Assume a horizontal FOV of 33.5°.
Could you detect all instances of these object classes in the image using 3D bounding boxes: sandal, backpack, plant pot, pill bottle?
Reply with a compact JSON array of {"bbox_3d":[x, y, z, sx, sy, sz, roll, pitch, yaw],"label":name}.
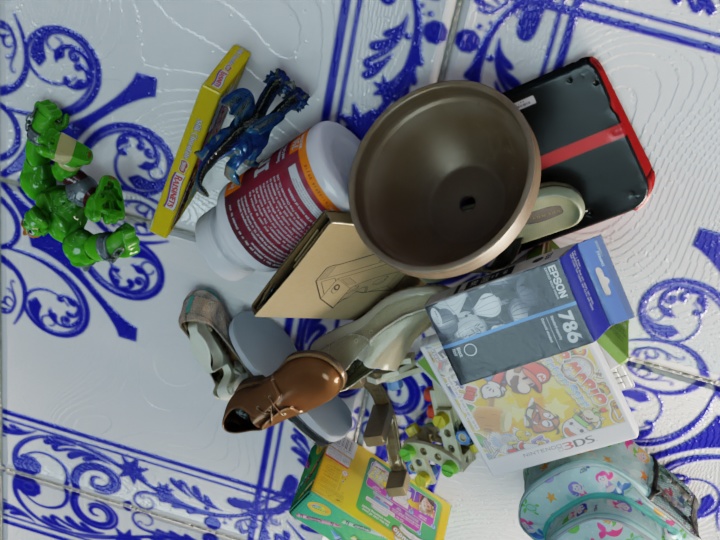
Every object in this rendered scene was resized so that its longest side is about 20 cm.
[{"bbox_3d":[0.140,-0.033,1.257,0.199,0.058,0.080,-23,137,26],"label":"sandal"},{"bbox_3d":[0.289,0.292,1.440,0.200,0.151,0.177,44,125,-10],"label":"backpack"},{"bbox_3d":[0.095,-0.081,1.207,0.199,0.203,0.093,-14,157,23],"label":"plant pot"},{"bbox_3d":[-0.084,-0.069,1.306,0.199,0.113,0.113,-30,112,29],"label":"pill bottle"}]

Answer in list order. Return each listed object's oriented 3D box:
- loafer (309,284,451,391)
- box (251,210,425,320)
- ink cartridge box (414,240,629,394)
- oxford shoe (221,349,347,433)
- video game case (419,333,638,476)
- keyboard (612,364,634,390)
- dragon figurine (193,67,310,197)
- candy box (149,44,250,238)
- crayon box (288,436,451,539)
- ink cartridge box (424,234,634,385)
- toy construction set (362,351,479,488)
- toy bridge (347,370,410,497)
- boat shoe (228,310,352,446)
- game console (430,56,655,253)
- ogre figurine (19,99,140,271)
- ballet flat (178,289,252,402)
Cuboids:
[{"bbox_3d":[0.031,0.079,1.361,0.199,0.069,0.075,-31,156,31],"label":"loafer"},{"bbox_3d":[0.000,0.000,1.312,0.198,0.021,0.164,3,140,-40],"label":"box"},{"bbox_3d":[0.182,0.082,1.358,0.148,0.076,0.199,43,122,-16],"label":"ink cartridge box"},{"bbox_3d":[-0.089,0.150,1.377,0.071,0.071,0.199,49,135,-11],"label":"oxford shoe"},{"bbox_3d":[0.188,0.131,1.328,0.180,0.023,0.201,-20,116,23],"label":"video game case"},{"bbox_3d":[0.225,0.143,1.433,0.198,0.011,0.057,-18,117,25],"label":"keyboard"},{"bbox_3d":[-0.117,-0.146,1.213,0.059,0.200,0.100,36,119,5],"label":"dragon figurine"},{"bbox_3d":[-0.174,-0.138,1.290,0.026,0.103,0.201,25,127,-4],"label":"candy box"},{"bbox_3d":[0.016,0.307,1.534,0.199,0.119,0.058,34,126,-9],"label":"crayon box"},{"bbox_3d":[0.174,0.043,1.243,0.198,0.039,0.100,-22,101,23],"label":"ink cartridge box"},{"bbox_3d":[0.085,0.168,1.445,0.130,0.092,0.201,-2,123,37],"label":"toy construction set"},{"bbox_3d":[0.024,0.190,1.483,0.027,0.067,0.201,-9,122,20],"label":"toy bridge"},{"bbox_3d":[-0.096,0.137,1.478,0.199,0.074,0.068,43,140,-9],"label":"boat shoe"},{"bbox_3d":[0.192,-0.114,1.257,0.198,0.031,0.178,-21,113,26],"label":"game console"},{"bbox_3d":[-0.331,-0.081,1.372,0.200,0.098,0.120,42,135,-5],"label":"ogre figurine"},{"bbox_3d":[-0.171,0.118,1.487,0.067,0.067,0.201,-17,118,25],"label":"ballet flat"}]
